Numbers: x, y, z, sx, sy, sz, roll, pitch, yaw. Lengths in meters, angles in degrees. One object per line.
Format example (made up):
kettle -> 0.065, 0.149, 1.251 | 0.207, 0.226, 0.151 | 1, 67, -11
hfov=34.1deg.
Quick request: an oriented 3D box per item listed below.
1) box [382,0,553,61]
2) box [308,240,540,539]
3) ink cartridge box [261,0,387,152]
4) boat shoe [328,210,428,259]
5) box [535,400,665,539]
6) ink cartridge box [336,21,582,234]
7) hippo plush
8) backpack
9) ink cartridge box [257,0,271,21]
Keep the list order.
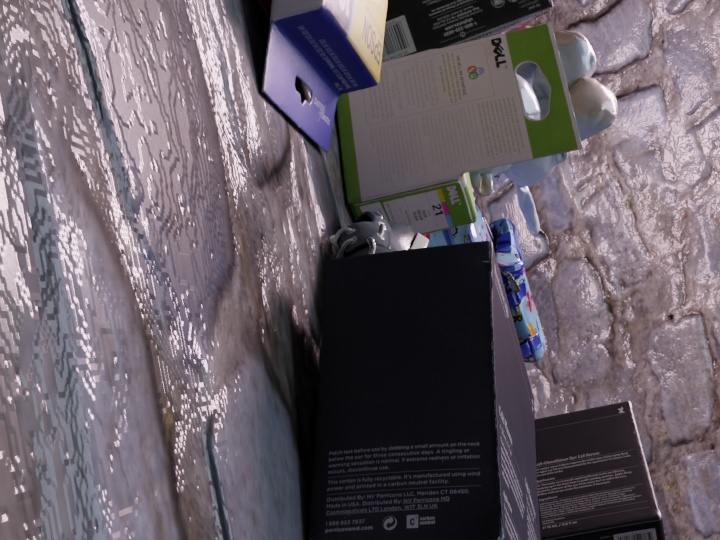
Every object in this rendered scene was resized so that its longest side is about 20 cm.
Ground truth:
box -> 0.078, -0.284, 1.177 | 0.115, 0.199, 0.133 | -54, 124, -78
box -> 0.047, 0.116, 0.707 | 0.200, 0.103, 0.183 | 67, 22, -53
ink cartridge box -> -0.017, -0.199, 0.823 | 0.198, 0.047, 0.201 | 26, 66, -78
boat shoe -> 0.000, 0.000, 0.844 | 0.062, 0.073, 0.200 | 34, 18, 3
box -> 0.158, 0.207, 1.042 | 0.142, 0.199, 0.079 | -91, 165, -50
ink cartridge box -> 0.085, -0.119, 1.028 | 0.076, 0.199, 0.148 | 65, 16, -56
hippo plush -> 0.131, -0.151, 1.157 | 0.160, 0.160, 0.200 | 55, -47, 26
backpack -> 0.098, -0.006, 1.190 | 0.183, 0.134, 0.201 | -74, 148, -74
ink cartridge box -> -0.058, -0.258, 0.817 | 0.200, 0.044, 0.177 | 49, 29, -73
